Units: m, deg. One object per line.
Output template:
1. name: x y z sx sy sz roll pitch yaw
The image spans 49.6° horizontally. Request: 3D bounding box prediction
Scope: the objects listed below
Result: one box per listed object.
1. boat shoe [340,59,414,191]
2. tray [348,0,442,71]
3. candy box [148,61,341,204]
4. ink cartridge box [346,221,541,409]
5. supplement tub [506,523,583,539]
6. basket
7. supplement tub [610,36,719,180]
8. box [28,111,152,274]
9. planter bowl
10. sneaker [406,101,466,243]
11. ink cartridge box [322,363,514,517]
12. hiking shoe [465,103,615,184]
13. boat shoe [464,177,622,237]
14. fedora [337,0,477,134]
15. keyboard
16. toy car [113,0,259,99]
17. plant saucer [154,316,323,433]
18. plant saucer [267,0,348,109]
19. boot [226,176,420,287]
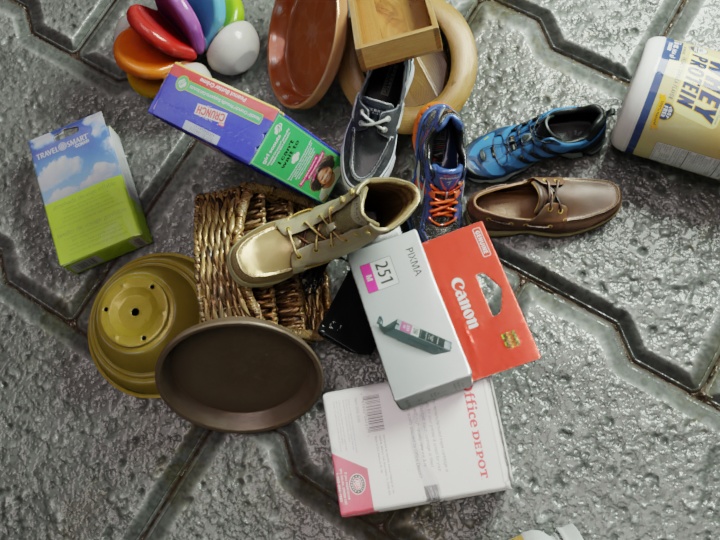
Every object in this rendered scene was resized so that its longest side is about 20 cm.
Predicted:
1. boat shoe: 0.022 -0.193 0.972 0.072 0.068 0.200 19 85 7
2. tray: 0.037 -0.327 0.972 0.098 0.037 0.200 -13 46 7
3. candy box: -0.133 -0.168 0.976 0.169 0.200 0.077 30 95 24
4. ink cartridge box: 0.094 0.041 0.916 0.173 0.044 0.200 -21 62 4
5. supplement tub: 0.164 0.370 0.835 0.200 0.145 0.145 -24 73 1
6. basket: -0.121 -0.008 0.976 0.149 0.143 0.201 -8 72 5
7. supplement tub: 0.424 -0.191 0.949 0.200 0.144 0.145 20 79 13
8. box: -0.381 -0.110 1.092 0.122 0.048 0.200 -22 73 1
9. planter bowl: -0.279 0.061 1.013 0.200 0.083 0.201 -2 74 8
10. sneaker: 0.099 -0.111 0.981 0.075 0.078 0.201 -5 100 -9
11. ink cartridge box: 0.069 0.202 0.925 0.199 0.085 0.146 -12 73 7
12. hiking shoe: 0.219 -0.172 1.003 0.199 0.087 0.075 -17 73 3
13. boat shoe: 0.232 -0.083 0.987 0.199 0.068 0.072 -6 74 6
14. fedora: 0.062 -0.275 1.056 0.200 0.082 0.201 -1 83 5
15. keyboard: 0.000 0.000 0.994 0.127 0.021 0.200 32 69 -8
16. toy car: -0.254 -0.334 1.081 0.200 0.150 0.175 -41 73 -4
17. plant saucer: -0.144 0.125 0.937 0.200 0.200 0.030 -10 40 5
18. plant saucer: -0.070 -0.317 1.047 0.032 0.200 0.201 1 71 -33
19. boot: -0.042 -0.045 0.884 0.200 0.155 0.073 -18 88 -31
